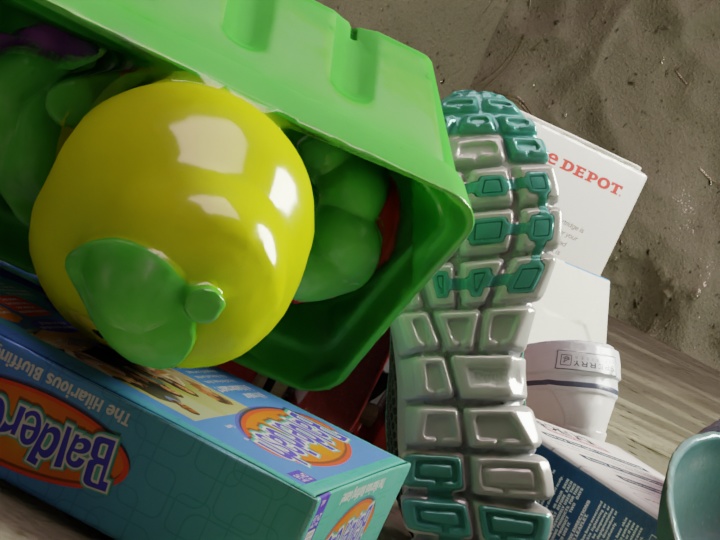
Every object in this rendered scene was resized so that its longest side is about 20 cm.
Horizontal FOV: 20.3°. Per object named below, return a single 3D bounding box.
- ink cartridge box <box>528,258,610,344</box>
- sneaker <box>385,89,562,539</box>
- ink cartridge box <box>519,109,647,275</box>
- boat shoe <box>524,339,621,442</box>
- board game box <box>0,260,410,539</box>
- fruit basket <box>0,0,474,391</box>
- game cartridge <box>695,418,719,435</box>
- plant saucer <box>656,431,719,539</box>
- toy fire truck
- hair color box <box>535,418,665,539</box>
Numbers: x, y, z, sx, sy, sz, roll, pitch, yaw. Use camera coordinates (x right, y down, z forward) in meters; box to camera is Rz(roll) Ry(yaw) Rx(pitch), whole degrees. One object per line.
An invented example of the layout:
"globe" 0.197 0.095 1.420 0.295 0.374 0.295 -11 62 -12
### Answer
"ink cartridge box" 0.032 0.028 1.183 0.199 0.068 0.116 -2 -11 33
"sneaker" 0.036 0.027 0.834 0.077 0.201 0.091 5 -5 -9
"ink cartridge box" 0.117 -0.022 1.614 0.144 0.200 0.084 24 5 -11
"boat shoe" 0.067 0.079 1.068 0.073 0.067 0.200 10 -12 -20
"board game box" -0.092 0.048 0.707 0.200 0.045 0.152 25 4 12
"fruit basket" -0.068 -0.022 0.715 0.215 0.156 0.216 17 49 -21
"game cartridge" 0.211 0.105 0.822 0.130 0.038 0.200 43 -18 -3
"plant saucer" 0.168 0.143 0.690 0.200 0.036 0.200 34 26 -19
"toy fire truck" 0.000 0.000 0.956 0.112 0.168 0.200 24 5 -6
"hair color box" 0.122 0.125 0.857 0.100 0.061 0.200 22 6 -35
